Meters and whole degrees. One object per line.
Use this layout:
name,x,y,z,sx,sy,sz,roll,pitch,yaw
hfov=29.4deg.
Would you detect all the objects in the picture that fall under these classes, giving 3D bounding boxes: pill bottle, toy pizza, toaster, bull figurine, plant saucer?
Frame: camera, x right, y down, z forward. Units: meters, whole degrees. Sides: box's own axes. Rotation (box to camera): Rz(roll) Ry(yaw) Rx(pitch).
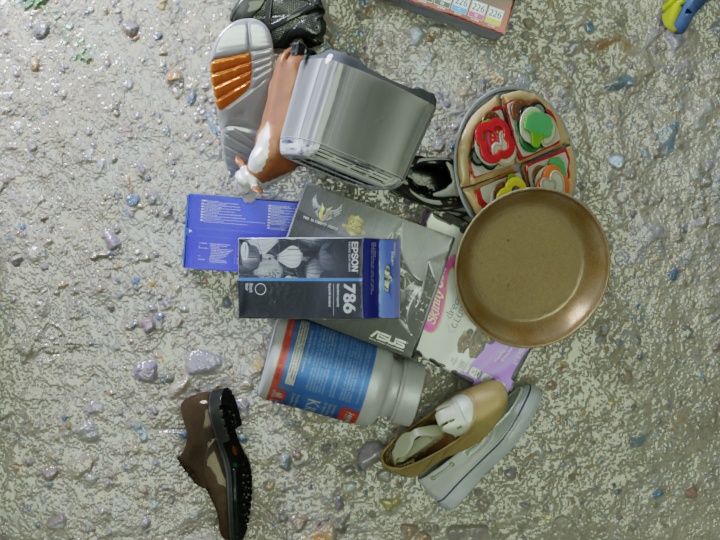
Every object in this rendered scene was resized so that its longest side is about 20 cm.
pill bottle,-0.022,0.132,1.737,0.197,0.112,0.114,15,94,-3
toy pizza,0.202,-0.132,1.725,0.198,0.032,0.203,2,87,-32
toaster,-0.012,-0.178,1.638,0.198,0.113,0.131,21,84,-28
bull figurine,-0.087,-0.173,1.706,0.065,0.121,0.203,25,101,39
plant saucer,0.209,-0.006,1.695,0.197,0.035,0.203,-2,103,-8

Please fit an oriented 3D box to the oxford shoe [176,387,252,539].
oxford shoe,-0.189,0.254,1.767,0.083,0.073,0.203,-10,93,14

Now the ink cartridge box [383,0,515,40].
ink cartridge box,0.110,-0.407,1.715,0.197,0.084,0.178,18,93,-4

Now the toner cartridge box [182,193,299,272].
toner cartridge box,-0.125,-0.044,1.751,0.197,0.043,0.097,5,93,-4

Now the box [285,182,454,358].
box,0.000,0.000,1.698,0.198,0.048,0.160,21,93,7

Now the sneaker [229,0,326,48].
sneaker,-0.062,-0.357,1.716,0.114,0.076,0.200,39,95,-7

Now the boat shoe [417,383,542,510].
boat shoe,0.152,0.218,1.773,0.067,0.074,0.201,38,92,-8

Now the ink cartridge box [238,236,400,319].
ink cartridge box,-0.050,0.009,1.661,0.197,0.039,0.101,-1,89,7

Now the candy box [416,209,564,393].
candy box,0.132,0.043,1.759,0.198,0.072,0.169,28,93,-5

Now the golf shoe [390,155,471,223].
golf shoe,0.131,-0.099,1.738,0.197,0.094,0.079,9,93,-6

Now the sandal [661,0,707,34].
sandal,0.457,-0.385,1.744,0.086,0.080,0.201,32,94,-9

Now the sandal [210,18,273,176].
sandal,-0.151,-0.219,1.732,0.078,0.059,0.209,-1,116,-9

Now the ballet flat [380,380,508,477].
ballet flat,0.103,0.203,1.733,0.200,0.063,0.069,-42,53,29
